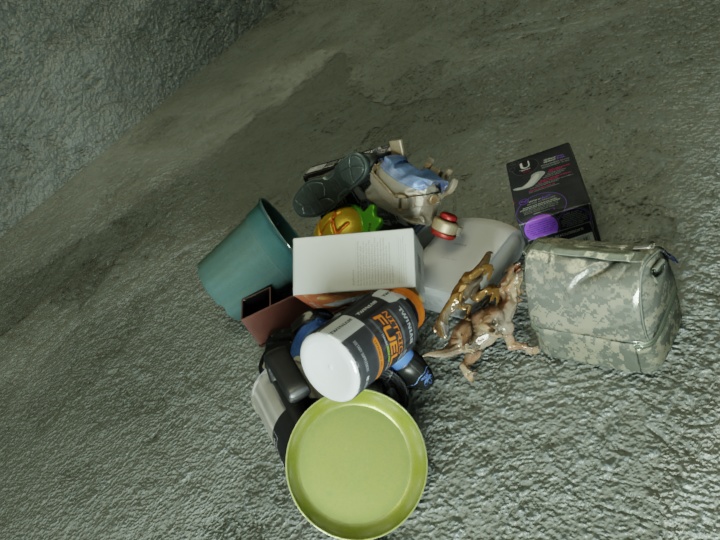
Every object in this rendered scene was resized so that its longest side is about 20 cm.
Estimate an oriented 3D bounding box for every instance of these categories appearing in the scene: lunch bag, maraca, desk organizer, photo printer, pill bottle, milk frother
[{"bbox_3d":[0.335,0.033,0.986,0.199,0.168,0.140,10,51,44],"label":"lunch bag"},{"bbox_3d":[-0.020,-0.061,1.339,0.199,0.106,0.139,-4,84,55],"label":"maraca"},{"bbox_3d":[-0.132,0.065,1.390,0.199,0.077,0.072,-25,34,10],"label":"desk organizer"},{"bbox_3d":[0.184,-0.014,1.250,0.166,0.070,0.200,14,55,47],"label":"photo printer"},{"bbox_3d":[0.013,0.094,1.016,0.105,0.107,0.200,1,23,38],"label":"pill bottle"},{"bbox_3d":[-0.051,0.205,1.108,0.198,0.182,0.188,-6,27,-24],"label":"milk frother"}]

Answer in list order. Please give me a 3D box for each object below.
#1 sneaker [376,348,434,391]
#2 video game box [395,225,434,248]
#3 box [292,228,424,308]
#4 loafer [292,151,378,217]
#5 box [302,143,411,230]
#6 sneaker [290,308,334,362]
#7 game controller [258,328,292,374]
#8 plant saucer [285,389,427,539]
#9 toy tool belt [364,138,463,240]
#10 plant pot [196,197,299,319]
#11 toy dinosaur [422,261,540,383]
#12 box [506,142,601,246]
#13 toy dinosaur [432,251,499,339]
[{"bbox_3d":[0.044,0.160,1.150,0.070,0.078,0.200,-48,16,-20],"label":"sneaker"},{"bbox_3d":[0.034,-0.049,1.436,0.200,0.047,0.182,-44,34,-18],"label":"video game box"},{"bbox_3d":[0.000,0.000,1.167,0.198,0.124,0.099,-4,76,12],"label":"box"},{"bbox_3d":[-0.045,-0.160,1.344,0.199,0.072,0.063,-29,-2,37],"label":"loafer"},{"bbox_3d":[0.005,-0.150,1.400,0.198,0.159,0.050,-11,26,26],"label":"box"},{"bbox_3d":[-0.053,0.098,1.202,0.200,0.076,0.112,-40,42,36],"label":"sneaker"},{"bbox_3d":[-0.101,0.150,1.303,0.198,0.042,0.105,-8,55,32],"label":"game controller"},{"bbox_3d":[-0.006,0.267,0.980,0.200,0.200,0.031,-45,-5,-20],"label":"plant saucer"},{"bbox_3d":[0.106,-0.148,1.252,0.199,0.124,0.124,32,111,36],"label":"toy tool belt"},{"bbox_3d":[-0.220,-0.014,1.473,0.195,0.200,0.201,-37,33,6],"label":"plant pot"},{"bbox_3d":[0.189,0.086,1.109,0.199,0.086,0.136,-29,34,9],"label":"toy dinosaur"},{"bbox_3d":[0.332,-0.113,1.227,0.121,0.107,0.201,-17,36,17],"label":"box"},{"bbox_3d":[0.173,0.015,1.089,0.200,0.060,0.106,-50,19,-25],"label":"toy dinosaur"}]
